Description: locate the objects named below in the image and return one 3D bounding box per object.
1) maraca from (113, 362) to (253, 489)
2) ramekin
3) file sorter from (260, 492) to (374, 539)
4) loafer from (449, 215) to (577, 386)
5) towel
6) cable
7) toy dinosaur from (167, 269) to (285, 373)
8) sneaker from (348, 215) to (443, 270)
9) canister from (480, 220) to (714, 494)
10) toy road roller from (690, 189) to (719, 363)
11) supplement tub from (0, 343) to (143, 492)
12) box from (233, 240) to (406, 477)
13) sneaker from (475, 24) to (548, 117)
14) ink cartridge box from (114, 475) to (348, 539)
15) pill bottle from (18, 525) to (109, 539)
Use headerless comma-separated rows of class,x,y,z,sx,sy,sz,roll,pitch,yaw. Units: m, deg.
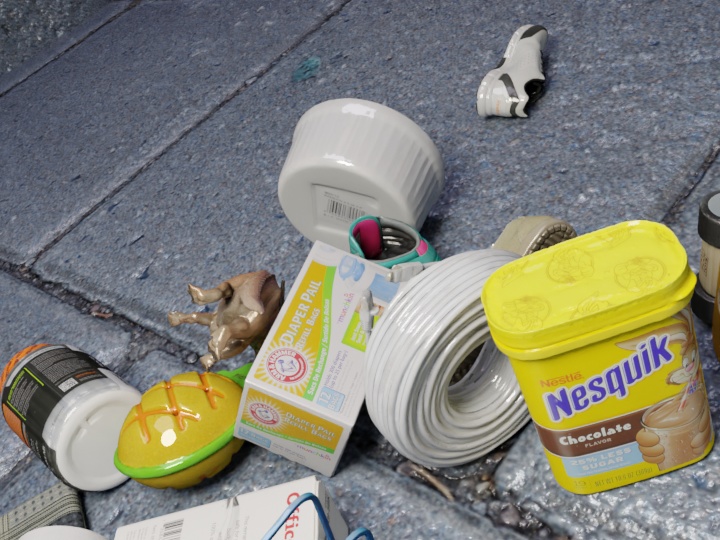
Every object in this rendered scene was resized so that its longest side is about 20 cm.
maraca,-0.167,0.154,0.875,0.137,0.107,0.200,6,31,42
ramekin,-0.005,-0.102,1.021,0.200,0.201,0.098,-1,50,32
file sorter,0.010,0.253,0.516,0.199,0.123,0.139,25,57,30
loafer,0.136,0.029,0.824,0.200,0.076,0.068,-53,26,11
towel,-0.365,0.327,0.847,0.199,0.035,0.193,-29,38,-8
cable,0.095,0.076,0.724,0.199,0.201,0.069,-17,35,-26
toy dinosaur,-0.115,0.039,0.876,0.135,0.086,0.200,-24,-12,-29
sneaker,0.000,0.000,0.946,0.199,0.121,0.084,-11,37,22
canister,0.194,0.076,0.656,0.148,0.200,0.087,-20,35,9
toy road roller,0.369,0.018,0.695,0.145,0.123,0.200,-6,38,9
supplement tub,-0.331,0.158,0.954,0.123,0.123,0.200,-43,39,-23
box,-0.037,0.085,0.843,0.112,0.102,0.200,21,47,2
sneaker,0.241,-0.286,1.219,0.080,0.074,0.200,16,56,25
ink cartridge box,-0.112,0.275,0.699,0.199,0.083,0.147,-17,37,12
pill bottle,-0.265,0.326,0.693,0.113,0.114,0.200,-18,40,12
